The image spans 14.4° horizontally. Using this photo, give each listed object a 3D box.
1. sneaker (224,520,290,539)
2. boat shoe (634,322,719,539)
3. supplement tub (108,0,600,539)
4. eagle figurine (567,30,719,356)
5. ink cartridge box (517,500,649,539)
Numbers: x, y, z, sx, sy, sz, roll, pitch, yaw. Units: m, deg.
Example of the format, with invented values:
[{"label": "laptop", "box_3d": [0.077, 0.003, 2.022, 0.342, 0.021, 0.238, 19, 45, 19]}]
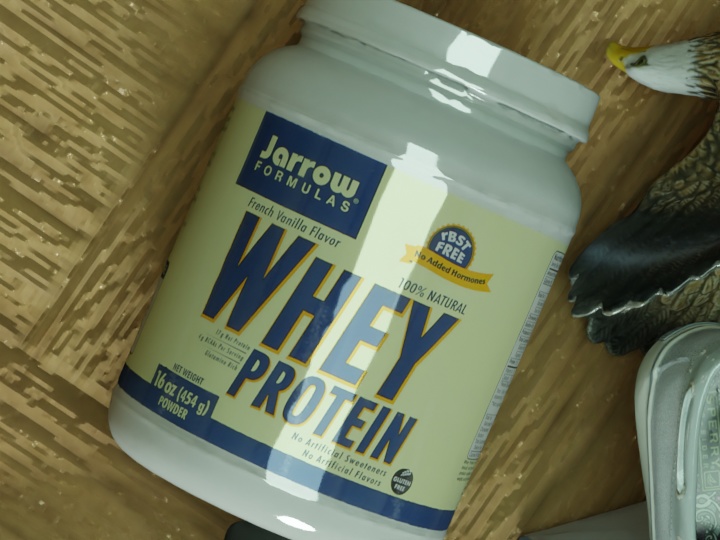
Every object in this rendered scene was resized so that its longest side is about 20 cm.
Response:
[{"label": "sneaker", "box_3d": [0.015, 0.187, 1.120, 0.200, 0.067, 0.108, 29, 78, -1]}, {"label": "boat shoe", "box_3d": [0.150, 0.123, 1.120, 0.070, 0.071, 0.202, -11, 96, -9]}, {"label": "supplement tub", "box_3d": [0.000, 0.000, 1.116, 0.144, 0.145, 0.201, 22, 93, -12]}, {"label": "eagle figurine", "box_3d": [0.161, -0.056, 1.150, 0.151, 0.151, 0.201, 21, 81, -34]}, {"label": "ink cartridge box", "box_3d": [0.159, 0.196, 1.207, 0.135, 0.076, 0.201, -15, 101, -8]}]
